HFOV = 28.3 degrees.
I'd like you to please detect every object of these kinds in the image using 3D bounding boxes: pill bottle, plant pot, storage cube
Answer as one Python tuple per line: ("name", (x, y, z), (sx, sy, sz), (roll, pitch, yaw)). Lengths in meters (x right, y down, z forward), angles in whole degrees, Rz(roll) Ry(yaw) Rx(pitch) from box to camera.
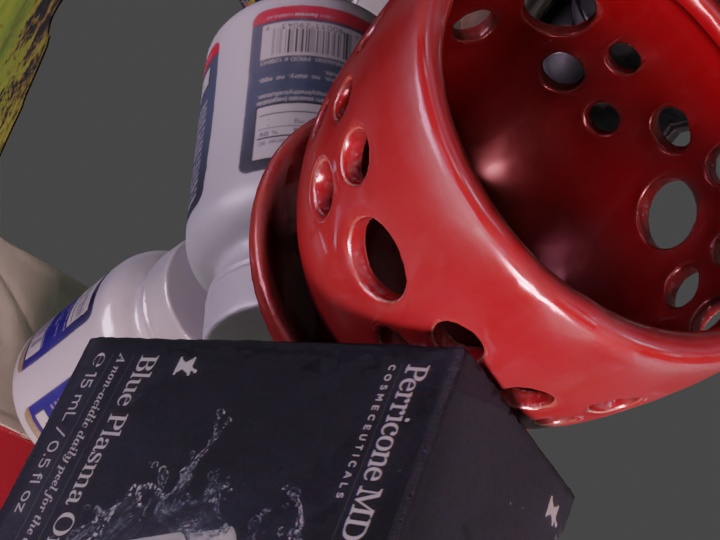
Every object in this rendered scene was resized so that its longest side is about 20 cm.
("pill bottle", (-0.033, -0.039, 0.769), (0.119, 0.119, 0.201), (-37, 39, 41))
("pill bottle", (-0.145, 0.056, 0.983), (0.200, 0.119, 0.120), (-32, 41, 45))
("plant pot", (0.064, -0.023, 0.618), (0.182, 0.199, 0.202), (-41, 34, 52))
("storage cube", (-0.299, 0.103, 1.133), (0.179, 0.200, 0.172), (-35, 38, 32))

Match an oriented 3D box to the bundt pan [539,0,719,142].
("bundt pan", (0.128, -0.155, 0.737), (0.202, 0.075, 0.203), (-40, 35, 37))

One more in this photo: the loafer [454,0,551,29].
("loafer", (0.088, -0.194, 0.687), (0.201, 0.063, 0.072), (-60, 27, 9))

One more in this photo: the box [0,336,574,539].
("box", (-0.048, 0.137, 0.561), (0.199, 0.118, 0.197), (-1, 53, 34))

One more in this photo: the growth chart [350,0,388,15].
("growth chart", (0.011, -0.165, 1.005), (0.200, 0.018, 0.145), (-52, 30, 21))

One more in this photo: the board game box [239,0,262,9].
("board game box", (0.038, -0.220, 0.808), (0.057, 0.199, 0.165), (61, 151, 5))
